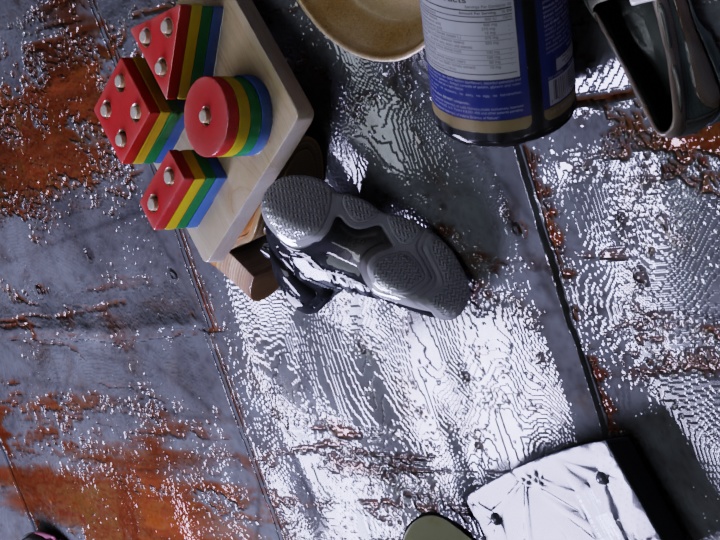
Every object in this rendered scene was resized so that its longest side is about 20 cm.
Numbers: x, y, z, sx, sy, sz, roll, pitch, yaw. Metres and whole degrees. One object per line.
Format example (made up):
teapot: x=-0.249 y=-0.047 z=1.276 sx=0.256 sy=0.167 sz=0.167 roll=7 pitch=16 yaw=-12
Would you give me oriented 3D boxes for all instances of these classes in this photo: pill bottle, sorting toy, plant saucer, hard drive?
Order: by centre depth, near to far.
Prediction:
pill bottle: x=0.098 y=-0.202 z=1.435 sx=0.112 sy=0.112 sz=0.201 roll=21 pitch=131 yaw=39
plant saucer: x=0.009 y=-0.268 z=1.554 sx=0.200 sy=0.035 sz=0.201 roll=26 pitch=129 yaw=36
hard drive: x=0.185 y=0.215 z=1.657 sx=0.200 sy=0.042 sz=0.135 roll=-32 pitch=87 yaw=51
sorting toy: x=-0.150 y=-0.144 z=1.725 sx=0.199 sy=0.069 sz=0.200 roll=-54 pitch=53 yaw=39

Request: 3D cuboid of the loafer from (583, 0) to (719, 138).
loafer: x=0.196 y=-0.188 z=1.386 sx=0.072 sy=0.063 sz=0.201 roll=-31 pitch=88 yaw=51

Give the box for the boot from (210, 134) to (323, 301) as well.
boot: x=-0.119 y=-0.084 z=1.792 sx=0.155 sy=0.074 sz=0.200 roll=47 pitch=136 yaw=25

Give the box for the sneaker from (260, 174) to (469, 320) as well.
sneaker: x=0.000 y=0.000 z=1.701 sx=0.199 sy=0.076 sz=0.114 roll=29 pitch=146 yaw=9

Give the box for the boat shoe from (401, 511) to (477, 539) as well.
boat shoe: x=0.118 y=0.299 z=1.770 sx=0.201 sy=0.074 sz=0.063 roll=45 pitch=178 yaw=4

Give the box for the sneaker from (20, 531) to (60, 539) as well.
sneaker: x=-0.362 y=0.408 z=2.334 sx=0.200 sy=0.095 sz=0.079 roll=56 pitch=143 yaw=9

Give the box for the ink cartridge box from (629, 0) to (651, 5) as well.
ink cartridge box: x=0.242 y=-0.229 z=1.268 sx=0.200 sy=0.117 sz=0.068 roll=-4 pitch=111 yaw=49
